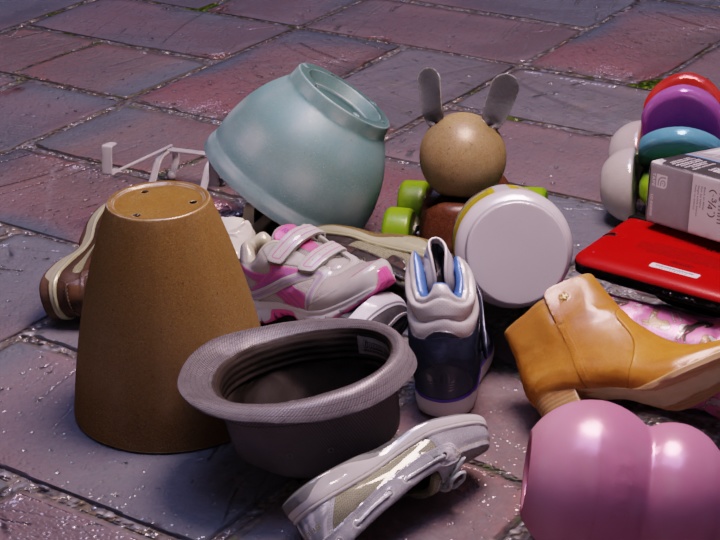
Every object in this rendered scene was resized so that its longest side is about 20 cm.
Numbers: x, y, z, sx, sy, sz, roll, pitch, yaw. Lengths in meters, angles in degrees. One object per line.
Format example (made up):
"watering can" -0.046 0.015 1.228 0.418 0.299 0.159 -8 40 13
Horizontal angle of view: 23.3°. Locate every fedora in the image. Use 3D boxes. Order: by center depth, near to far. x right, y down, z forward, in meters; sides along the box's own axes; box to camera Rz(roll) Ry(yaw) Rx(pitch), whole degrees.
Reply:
"fedora" -0.046 0.113 1.455 0.198 0.091 0.177 -9 23 5

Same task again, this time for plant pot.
"plant pot" -0.172 0.030 1.558 0.184 0.202 0.187 -1 25 1
"plant pot" -0.051 -0.137 1.885 0.199 0.135 0.201 31 19 -12

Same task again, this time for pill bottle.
"pill bottle" 0.146 -0.024 1.686 0.113 0.116 0.200 -1 5 2

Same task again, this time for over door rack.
"over door rack" -0.194 -0.107 2.003 0.146 0.067 0.200 6 5 17

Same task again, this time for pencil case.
"pencil case" 0.257 0.069 1.566 0.199 0.087 0.083 16 50 30

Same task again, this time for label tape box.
"label tape box" 0.385 -0.060 1.602 0.143 0.064 0.199 -13 23 -41

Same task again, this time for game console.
"game console" 0.321 0.030 1.618 0.199 0.120 0.172 16 32 36

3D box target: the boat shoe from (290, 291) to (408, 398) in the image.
"boat shoe" 0.002 0.083 1.596 0.066 0.070 0.200 30 30 18

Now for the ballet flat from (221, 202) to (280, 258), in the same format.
"ballet flat" -0.127 -0.033 1.851 0.067 0.069 0.200 6 26 17

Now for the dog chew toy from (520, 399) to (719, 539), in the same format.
"dog chew toy" 0.223 0.168 1.326 0.198 0.126 0.125 8 25 3

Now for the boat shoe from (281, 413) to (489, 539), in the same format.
"boat shoe" 0.030 0.172 1.399 0.201 0.074 0.065 -19 72 -39

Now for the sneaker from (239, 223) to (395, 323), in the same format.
"sneaker" -0.053 -0.001 1.696 0.199 0.089 0.081 -4 17 41

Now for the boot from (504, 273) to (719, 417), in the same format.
"boot" 0.229 0.057 1.503 0.200 0.071 0.145 -26 56 9

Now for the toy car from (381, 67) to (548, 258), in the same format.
"toy car" 0.112 -0.119 1.859 0.163 0.202 0.158 4 25 13

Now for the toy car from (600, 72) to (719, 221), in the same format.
"toy car" 0.361 -0.140 1.945 0.173 0.151 0.200 4 25 14

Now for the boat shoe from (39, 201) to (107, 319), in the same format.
"boat shoe" -0.253 -0.013 1.811 0.074 0.075 0.203 -6 32 26

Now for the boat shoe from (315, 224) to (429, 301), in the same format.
"boat shoe" 0.001 0.001 1.764 0.199 0.072 0.066 4 53 38

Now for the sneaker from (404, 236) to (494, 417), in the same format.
"sneaker" 0.082 0.028 1.603 0.080 0.148 0.200 1 25 6
